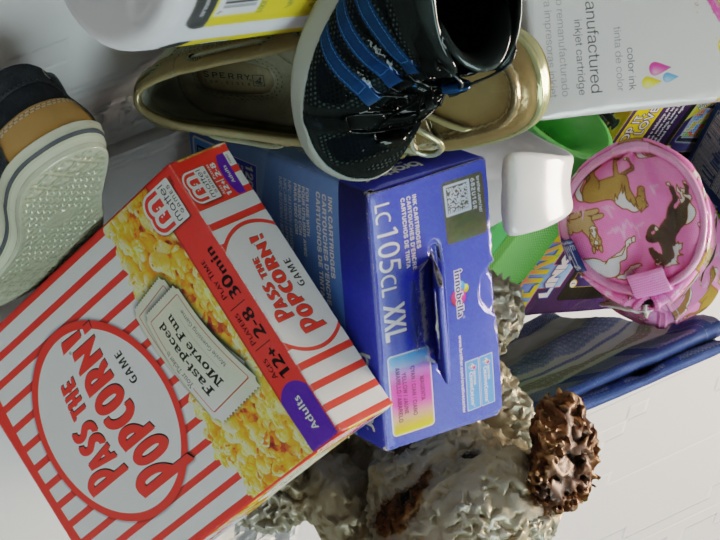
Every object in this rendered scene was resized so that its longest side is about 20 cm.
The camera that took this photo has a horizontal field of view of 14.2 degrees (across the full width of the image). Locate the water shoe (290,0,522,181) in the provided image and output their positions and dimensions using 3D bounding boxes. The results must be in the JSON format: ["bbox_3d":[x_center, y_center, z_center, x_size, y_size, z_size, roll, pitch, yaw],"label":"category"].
[{"bbox_3d":[0.023,-0.099,1.239,0.071,0.079,0.201,-17,142,-30],"label":"water shoe"}]

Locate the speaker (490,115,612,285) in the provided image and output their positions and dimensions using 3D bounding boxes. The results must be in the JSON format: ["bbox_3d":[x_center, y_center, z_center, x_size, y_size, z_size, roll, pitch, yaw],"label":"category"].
[{"bbox_3d":[0.057,-0.015,1.625,0.088,0.089,0.200,0,135,-46],"label":"speaker"}]

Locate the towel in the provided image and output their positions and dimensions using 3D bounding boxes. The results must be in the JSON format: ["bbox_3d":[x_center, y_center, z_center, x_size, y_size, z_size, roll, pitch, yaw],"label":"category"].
[{"bbox_3d":[0.105,0.057,1.686,0.146,0.024,0.200,-22,-170,-24],"label":"towel"}]

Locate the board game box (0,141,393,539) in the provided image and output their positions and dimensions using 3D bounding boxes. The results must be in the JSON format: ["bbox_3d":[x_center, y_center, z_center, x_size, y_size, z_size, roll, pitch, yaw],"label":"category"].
[{"bbox_3d":[-0.094,0.055,1.424,0.046,0.152,0.200,-25,168,-48],"label":"board game box"}]

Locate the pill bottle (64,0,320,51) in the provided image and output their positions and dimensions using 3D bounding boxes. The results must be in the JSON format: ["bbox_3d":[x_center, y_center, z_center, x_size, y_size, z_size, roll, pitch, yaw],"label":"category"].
[{"bbox_3d":[-0.031,-0.162,1.289,0.199,0.115,0.115,-10,142,-38],"label":"pill bottle"}]

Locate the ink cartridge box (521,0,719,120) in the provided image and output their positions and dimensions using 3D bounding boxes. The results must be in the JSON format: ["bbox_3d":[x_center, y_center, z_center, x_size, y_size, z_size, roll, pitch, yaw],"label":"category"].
[{"bbox_3d":[0.149,-0.153,1.411,0.199,0.087,0.147,-6,96,-24],"label":"ink cartridge box"}]

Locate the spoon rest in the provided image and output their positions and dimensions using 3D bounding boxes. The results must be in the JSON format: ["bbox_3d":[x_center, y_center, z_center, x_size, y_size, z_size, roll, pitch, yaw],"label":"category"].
[{"bbox_3d":[0.051,-0.051,1.468,0.060,0.200,0.100,-4,101,-26],"label":"spoon rest"}]

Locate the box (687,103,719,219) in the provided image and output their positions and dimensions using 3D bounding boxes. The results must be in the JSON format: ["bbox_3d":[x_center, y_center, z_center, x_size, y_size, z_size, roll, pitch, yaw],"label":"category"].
[{"bbox_3d":[0.268,-0.012,1.614,0.070,0.200,0.065,-13,143,-32],"label":"box"}]

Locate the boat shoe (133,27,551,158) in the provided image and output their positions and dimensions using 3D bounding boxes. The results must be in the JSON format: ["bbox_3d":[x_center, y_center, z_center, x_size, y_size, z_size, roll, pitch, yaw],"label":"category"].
[{"bbox_3d":[-0.009,-0.085,1.357,0.063,0.199,0.074,-43,134,-54],"label":"boat shoe"}]

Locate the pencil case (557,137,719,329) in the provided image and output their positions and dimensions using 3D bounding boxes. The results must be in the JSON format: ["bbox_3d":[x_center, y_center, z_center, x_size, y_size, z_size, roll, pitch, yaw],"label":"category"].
[{"bbox_3d":[0.155,-0.017,1.559,0.087,0.083,0.200,-52,170,3],"label":"pencil case"}]

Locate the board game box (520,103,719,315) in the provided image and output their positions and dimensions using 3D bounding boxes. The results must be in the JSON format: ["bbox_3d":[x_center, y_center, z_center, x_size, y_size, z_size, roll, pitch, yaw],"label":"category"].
[{"bbox_3d":[0.166,-0.063,1.698,0.165,0.057,0.200,-1,136,-42],"label":"board game box"}]

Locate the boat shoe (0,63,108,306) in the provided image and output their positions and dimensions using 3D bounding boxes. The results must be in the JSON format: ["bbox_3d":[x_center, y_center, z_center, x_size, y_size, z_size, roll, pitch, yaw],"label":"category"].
[{"bbox_3d":[-0.164,-0.037,1.388,0.074,0.062,0.200,-28,165,-22],"label":"boat shoe"}]

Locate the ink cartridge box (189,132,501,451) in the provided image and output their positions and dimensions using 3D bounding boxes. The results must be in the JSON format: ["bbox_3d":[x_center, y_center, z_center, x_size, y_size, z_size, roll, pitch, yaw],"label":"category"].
[{"bbox_3d":[0.000,0.000,1.429,0.076,0.200,0.137,-18,114,-31],"label":"ink cartridge box"}]

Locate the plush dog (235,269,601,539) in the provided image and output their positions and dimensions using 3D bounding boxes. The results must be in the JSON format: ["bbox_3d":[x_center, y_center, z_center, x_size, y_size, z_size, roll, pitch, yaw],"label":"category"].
[{"bbox_3d":[0.041,0.119,1.511,0.199,0.172,0.161,-36,110,0],"label":"plush dog"}]
